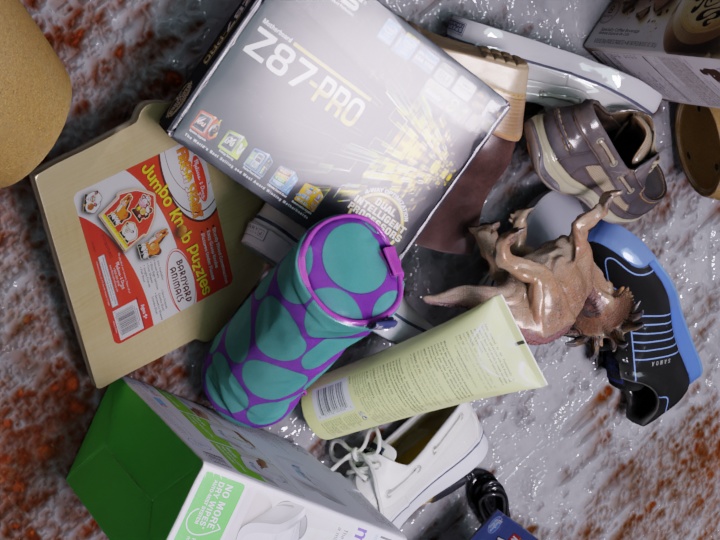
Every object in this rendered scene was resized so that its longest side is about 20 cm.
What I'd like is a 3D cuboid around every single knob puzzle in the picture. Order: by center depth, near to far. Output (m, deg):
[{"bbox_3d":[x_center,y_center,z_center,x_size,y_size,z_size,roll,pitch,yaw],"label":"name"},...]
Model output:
[{"bbox_3d":[-0.138,-0.036,1.064,0.218,0.030,0.222,-17,118,-35],"label":"knob puzzle"}]

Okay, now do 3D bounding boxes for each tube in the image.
[{"bbox_3d":[0.044,0.081,1.102,0.058,0.199,0.052,30,49,-41],"label":"tube"}]

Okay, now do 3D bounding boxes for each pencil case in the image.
[{"bbox_3d":[-0.042,0.041,1.040,0.092,0.200,0.086,0,64,-30],"label":"pencil case"}]

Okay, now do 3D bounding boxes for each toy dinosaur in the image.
[{"bbox_3d":[0.148,0.021,1.114,0.199,0.086,0.137,-22,102,-35],"label":"toy dinosaur"}]

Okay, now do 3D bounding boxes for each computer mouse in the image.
[{"bbox_3d":[0.061,0.258,1.230,0.199,0.046,0.142,-24,113,-21],"label":"computer mouse"}]

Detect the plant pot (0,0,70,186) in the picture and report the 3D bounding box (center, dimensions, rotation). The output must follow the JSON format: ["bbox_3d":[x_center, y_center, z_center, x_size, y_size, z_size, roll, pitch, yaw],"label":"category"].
[{"bbox_3d":[-0.283,-0.136,0.890,0.200,0.186,0.187,36,85,-42],"label":"plant pot"}]

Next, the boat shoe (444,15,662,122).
[{"bbox_3d":[0.152,-0.147,1.169,0.199,0.072,0.066,14,100,-28],"label":"boat shoe"}]

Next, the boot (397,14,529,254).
[{"bbox_3d":[0.021,-0.106,1.108,0.198,0.072,0.167,16,114,-6],"label":"boot"}]

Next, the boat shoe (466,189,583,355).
[{"bbox_3d":[0.124,0.016,1.192,0.071,0.070,0.201,42,57,-26],"label":"boat shoe"}]

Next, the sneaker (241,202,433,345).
[{"bbox_3d":[0.000,0.000,1.118,0.200,0.073,0.071,37,83,-36],"label":"sneaker"}]

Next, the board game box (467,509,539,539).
[{"bbox_3d":[0.097,0.338,1.225,0.200,0.062,0.200,-44,136,-14],"label":"board game box"}]

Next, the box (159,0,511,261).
[{"bbox_3d":[-0.017,-0.111,1.023,0.199,0.049,0.162,35,93,-22],"label":"box"}]

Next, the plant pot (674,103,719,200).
[{"bbox_3d":[0.381,-0.128,1.243,0.198,0.186,0.188,-11,108,-11],"label":"plant pot"}]

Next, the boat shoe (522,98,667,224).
[{"bbox_3d":[0.207,-0.088,1.161,0.199,0.073,0.075,10,59,-54],"label":"boat shoe"}]

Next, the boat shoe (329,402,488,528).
[{"bbox_3d":[0.015,0.161,1.165,0.201,0.074,0.087,-34,121,-20],"label":"boat shoe"}]

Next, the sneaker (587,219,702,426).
[{"bbox_3d":[0.234,0.050,1.253,0.078,0.070,0.201,-44,122,-18],"label":"sneaker"}]

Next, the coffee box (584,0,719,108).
[{"bbox_3d":[0.283,-0.196,1.149,0.080,0.200,0.113,35,86,-26],"label":"coffee box"}]

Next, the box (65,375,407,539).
[{"bbox_3d":[-0.093,0.169,1.043,0.176,0.200,0.097,26,90,-30],"label":"box"}]
